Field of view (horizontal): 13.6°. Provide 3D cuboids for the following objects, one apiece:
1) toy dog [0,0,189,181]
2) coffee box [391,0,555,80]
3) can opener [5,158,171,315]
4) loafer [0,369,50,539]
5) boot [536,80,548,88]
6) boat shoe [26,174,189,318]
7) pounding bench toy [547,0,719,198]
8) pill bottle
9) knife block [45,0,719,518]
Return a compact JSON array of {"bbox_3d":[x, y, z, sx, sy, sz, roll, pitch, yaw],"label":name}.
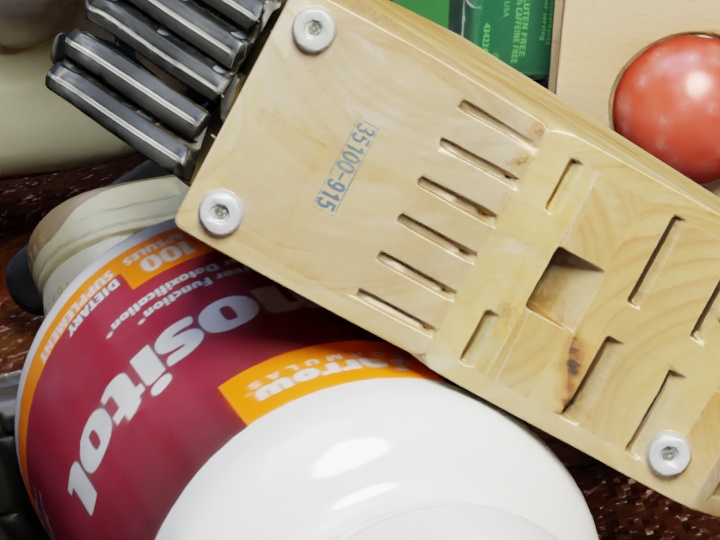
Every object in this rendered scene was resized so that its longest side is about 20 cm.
[{"bbox_3d":[-0.155,-0.068,1.078,0.200,0.194,0.140,-35,18,15],"label":"toy dog"},{"bbox_3d":[0.091,-0.121,0.961,0.044,0.123,0.200,11,11,44],"label":"coffee box"},{"bbox_3d":[-0.039,-0.043,0.996,0.200,0.079,0.063,-37,-11,32],"label":"can opener"},{"bbox_3d":[-0.127,0.062,0.862,0.199,0.073,0.071,-14,26,8],"label":"loafer"},{"bbox_3d":[0.077,-0.103,1.063,0.200,0.070,0.146,-33,11,7],"label":"boot"},{"bbox_3d":[0.000,0.000,0.936,0.199,0.071,0.065,-13,58,-10],"label":"boat shoe"},{"bbox_3d":[0.151,-0.039,0.824,0.199,0.125,0.156,4,27,2],"label":"pounding bench toy"},{"bbox_3d":[-0.010,0.065,0.729,0.113,0.113,0.200,-23,25,-12],"label":"pill bottle"},{"bbox_3d":[0.016,-0.027,0.756,0.200,0.064,0.176,28,9,-2],"label":"knife block"}]
